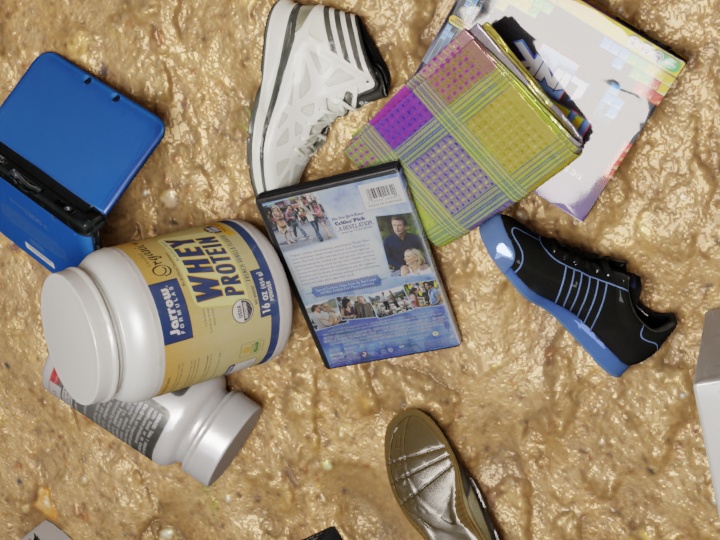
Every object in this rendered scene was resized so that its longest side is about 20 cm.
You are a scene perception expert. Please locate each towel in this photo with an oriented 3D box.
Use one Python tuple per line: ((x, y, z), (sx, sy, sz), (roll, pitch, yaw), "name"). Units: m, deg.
((0.088, -0.111, 1.078), (0.144, 0.023, 0.200), (46, 134, -6), "towel")

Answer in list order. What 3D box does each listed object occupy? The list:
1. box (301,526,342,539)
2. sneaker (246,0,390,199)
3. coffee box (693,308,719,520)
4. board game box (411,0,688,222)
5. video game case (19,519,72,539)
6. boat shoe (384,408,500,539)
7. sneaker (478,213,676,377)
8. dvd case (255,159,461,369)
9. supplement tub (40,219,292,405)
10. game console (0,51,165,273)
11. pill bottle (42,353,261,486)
((-0.106, 0.379, 1.229), (0.200, 0.197, 0.124), (-29, 94, 21), "box")
((-0.036, -0.144, 1.139), (0.115, 0.076, 0.201), (11, 104, 16), "sneaker")
((0.395, 0.138, 1.012), (0.199, 0.200, 0.198), (-10, 101, 19), "coffee box")
((0.158, -0.166, 1.085), (0.200, 0.057, 0.166), (32, 110, 7), "board game box")
((-0.414, 0.388, 1.333), (0.045, 0.181, 0.200), (36, 111, 7), "video game case")
((0.083, 0.231, 1.204), (0.073, 0.065, 0.201), (-26, 76, 15), "boat shoe")
((0.196, 0.008, 1.100), (0.200, 0.070, 0.078), (41, 114, -17), "sneaker")
((0.000, 0.000, 1.163), (0.142, 0.018, 0.200), (-11, 119, 19), "dvd case")
((-0.180, 0.039, 1.145), (0.144, 0.200, 0.145), (27, 124, 48), "supplement tub")
((-0.284, -0.091, 1.225), (0.200, 0.118, 0.171), (33, 144, 31), "game console")
((-0.208, 0.124, 1.239), (0.200, 0.114, 0.114), (33, 111, 7), "pill bottle")
